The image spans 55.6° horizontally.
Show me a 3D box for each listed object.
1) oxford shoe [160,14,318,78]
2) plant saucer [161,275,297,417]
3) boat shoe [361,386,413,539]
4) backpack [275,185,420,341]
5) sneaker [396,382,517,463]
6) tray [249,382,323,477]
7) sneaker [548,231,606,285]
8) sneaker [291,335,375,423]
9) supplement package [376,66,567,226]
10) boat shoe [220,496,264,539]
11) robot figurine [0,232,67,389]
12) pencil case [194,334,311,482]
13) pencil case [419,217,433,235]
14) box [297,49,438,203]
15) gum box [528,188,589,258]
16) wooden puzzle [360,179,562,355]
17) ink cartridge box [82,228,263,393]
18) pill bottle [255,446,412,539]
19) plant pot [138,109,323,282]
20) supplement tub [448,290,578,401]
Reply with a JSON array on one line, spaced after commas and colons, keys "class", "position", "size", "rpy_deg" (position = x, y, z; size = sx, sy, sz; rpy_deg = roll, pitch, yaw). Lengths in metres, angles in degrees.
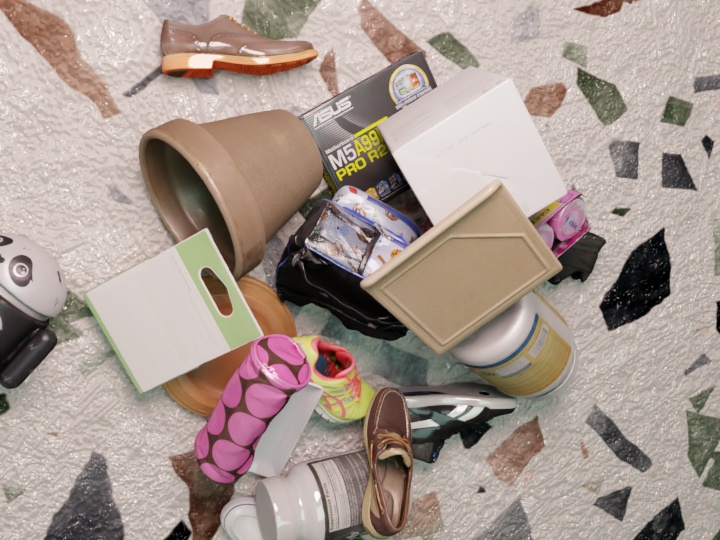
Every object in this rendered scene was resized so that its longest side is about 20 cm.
[{"class": "oxford shoe", "position": [-0.151, -0.287, 0.862], "size": [0.198, 0.071, 0.074], "rpy_deg": [-7, 95, -18]}, {"class": "plant saucer", "position": [-0.179, 0.105, 0.924], "size": [0.198, 0.037, 0.202], "rpy_deg": [-3, 98, -19]}, {"class": "boat shoe", "position": [0.044, 0.247, 0.907], "size": [0.072, 0.072, 0.201], "rpy_deg": [17, 60, -15]}, {"class": "backpack", "position": [0.000, 0.000, 0.880], "size": [0.190, 0.200, 0.155], "rpy_deg": [35, 72, -2]}, {"class": "sneaker", "position": [0.137, 0.235, 1.039], "size": [0.198, 0.073, 0.113], "rpy_deg": [2, 101, -9]}, {"class": "tray", "position": [-0.129, 0.199, 0.911], "size": [0.107, 0.022, 0.201], "rpy_deg": [21, 124, -8]}, {"class": "sneaker", "position": [0.287, -0.026, 1.053], "size": [0.198, 0.076, 0.092], "rpy_deg": [9, 102, -18]}, {"class": "sneaker", "position": [-0.032, 0.147, 0.926], "size": [0.200, 0.090, 0.079], "rpy_deg": [37, 42, -40]}, {"class": "supplement package", "position": [0.128, -0.141, 0.844], "size": [0.151, 0.200, 0.151], "rpy_deg": [-31, 109, 7]}, {"class": "boat shoe", "position": [-0.111, 0.394, 0.972], "size": [0.200, 0.065, 0.074], "rpy_deg": [37, 85, -20]}, {"class": "robot figurine", "position": [-0.433, 0.049, 0.778], "size": [0.200, 0.125, 0.150], "rpy_deg": [-45, 122, -8]}, {"class": "pencil case", "position": [-0.129, 0.164, 0.824], "size": [0.093, 0.091, 0.200], "rpy_deg": [-8, 143, -48]}, {"class": "pencil case", "position": [0.132, -0.047, 0.989], "size": [0.201, 0.083, 0.087], "rpy_deg": [-53, 149, -6]}, {"class": "box", "position": [0.031, -0.186, 0.952], "size": [0.199, 0.044, 0.161], "rpy_deg": [-31, 108, -13]}, {"class": "gum box", "position": [0.199, -0.043, 0.914], "size": [0.200, 0.113, 0.066], "rpy_deg": [-38, 125, -17]}, {"class": "wooden puzzle", "position": [0.118, 0.002, 0.779], "size": [0.185, 0.037, 0.200], "rpy_deg": [-37, 136, 13]}, {"class": "ink cartridge box", "position": [-0.223, 0.048, 0.834], "size": [0.199, 0.048, 0.146], "rpy_deg": [-25, 97, 18]}, {"class": "pill bottle", "position": [-0.037, 0.317, 0.951], "size": [0.198, 0.116, 0.117], "rpy_deg": [-7, 100, -25]}, {"class": "plant pot", "position": [-0.142, -0.112, 0.839], "size": [0.174, 0.200, 0.201], "rpy_deg": [-34, 108, -29]}, {"class": "supplement tub", "position": [0.218, 0.097, 0.983], "size": [0.200, 0.144, 0.145], "rpy_deg": [37, 84, -41]}]
